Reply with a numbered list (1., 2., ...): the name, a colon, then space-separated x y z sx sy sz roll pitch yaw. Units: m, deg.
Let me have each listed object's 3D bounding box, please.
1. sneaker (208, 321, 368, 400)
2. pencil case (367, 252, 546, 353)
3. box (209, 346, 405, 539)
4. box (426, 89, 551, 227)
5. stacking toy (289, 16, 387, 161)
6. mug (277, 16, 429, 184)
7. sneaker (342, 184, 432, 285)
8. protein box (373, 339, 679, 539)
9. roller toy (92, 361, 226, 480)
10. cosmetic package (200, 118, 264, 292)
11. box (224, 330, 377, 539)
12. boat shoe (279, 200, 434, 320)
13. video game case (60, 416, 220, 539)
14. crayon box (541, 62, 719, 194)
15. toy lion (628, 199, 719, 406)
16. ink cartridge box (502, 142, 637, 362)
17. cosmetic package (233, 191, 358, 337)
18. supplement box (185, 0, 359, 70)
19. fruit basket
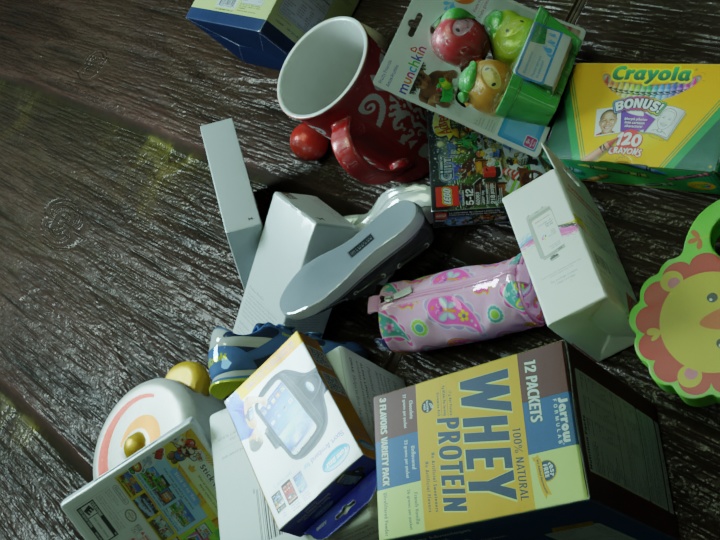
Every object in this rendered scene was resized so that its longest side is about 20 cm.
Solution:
1. sneaker: -0.083 0.095 1.119 0.074 0.199 0.082 -53 47 49
2. pencil case: 0.108 0.038 1.062 0.199 0.087 0.088 -12 61 34
3. box: -0.045 0.224 1.060 0.199 0.131 0.201 -30 52 24
4. box: 0.146 -0.148 1.114 0.136 0.038 0.201 -3 62 5
5. stacking toy: -0.039 -0.246 1.342 0.085 0.085 0.201 28 94 44
6. mug: 0.006 -0.179 1.177 0.133 0.200 0.178 5 73 40
7. sneaker: 0.036 -0.034 1.175 0.200 0.078 0.100 -28 59 37
8. protein box: 0.149 0.180 0.874 0.198 0.200 0.135 -21 56 30
9. roller toy: -0.237 0.233 1.209 0.200 0.140 0.183 -42 48 15
10. cosmetic package: -0.162 -0.082 1.299 0.051 0.151 0.200 -14 52 -7
11. box: -0.059 0.171 0.981 0.119 0.041 0.200 -44 45 12
12. boat shoe: 0.000 0.000 1.112 0.200 0.066 0.070 -40 39 4
13. video game case: -0.212 0.297 1.111 0.182 0.200 0.023 -33 10 3
14. crayon box: 0.305 -0.152 1.013 0.200 0.058 0.119 11 76 43
15. toy lion: 0.342 0.022 0.874 0.191 0.069 0.201 -9 62 28
16. ink cartridge box: 0.213 -0.020 0.983 0.067 0.116 0.201 -30 51 24
17. cosmetic package: -0.083 0.015 1.194 0.102 0.074 0.201 39 115 44
18. supplement box: -0.119 -0.421 1.447 0.200 0.134 0.200 23 84 44
19. fruit basket: 0.138 -0.242 1.074 0.186 0.200 0.094 -65 4 -23
